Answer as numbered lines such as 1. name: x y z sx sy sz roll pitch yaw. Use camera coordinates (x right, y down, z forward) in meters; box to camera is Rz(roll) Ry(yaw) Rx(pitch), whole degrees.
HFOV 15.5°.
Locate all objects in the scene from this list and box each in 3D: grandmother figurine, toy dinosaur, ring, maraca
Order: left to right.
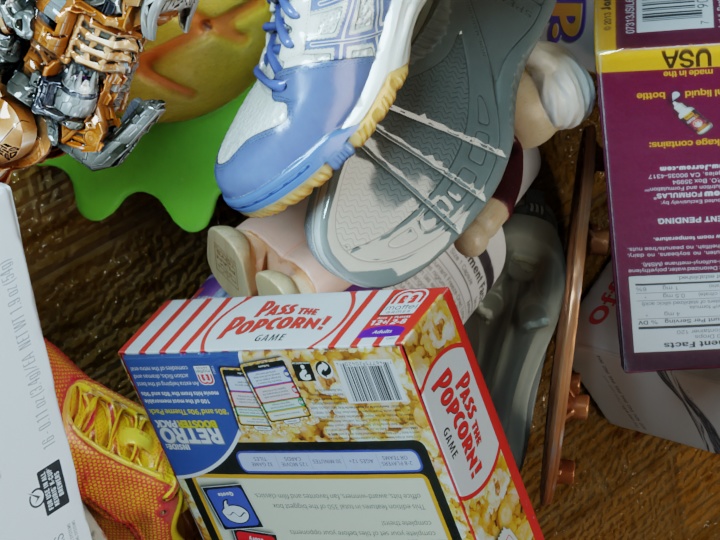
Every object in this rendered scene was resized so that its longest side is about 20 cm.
1. toy dinosaur: -0.148 -0.086 1.063 0.200 0.136 0.102 -38 172 13
2. maraca: -0.089 -0.115 1.147 0.107 0.137 0.200 -53 149 -70
3. grandmother figurine: 0.024 -0.046 1.212 0.200 0.121 0.061 -33 154 -22
4. ring: 0.114 0.024 1.384 0.200 0.019 0.201 6 90 -87

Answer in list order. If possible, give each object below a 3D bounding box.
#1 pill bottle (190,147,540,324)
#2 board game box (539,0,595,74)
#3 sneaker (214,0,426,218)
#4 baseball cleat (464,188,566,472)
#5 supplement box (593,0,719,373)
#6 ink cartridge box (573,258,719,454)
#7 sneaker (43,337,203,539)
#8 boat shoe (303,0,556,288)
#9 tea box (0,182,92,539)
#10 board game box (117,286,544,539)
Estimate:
1. pill bottle: 0.000 0.000 1.279 0.200 0.111 0.111 -52 133 -23
2. board game box: 0.077 -0.161 1.377 0.200 0.030 0.096 7 96 -50
3. sneaker: -0.015 -0.120 1.094 0.088 0.075 0.200 33 89 -29
4. baseball cleat: 0.067 0.052 1.397 0.106 0.070 0.200 -72 -176 -64
5. supplement box: 0.163 -0.059 1.294 0.110 0.086 0.200 -83 167 -49
6. ink cartridge box: 0.232 0.028 1.467 0.146 0.200 0.084 -54 131 -21
7. sneaker: -0.115 0.076 1.198 0.200 0.077 0.073 46 40 -48
8. boat shoe: 0.027 -0.077 1.164 0.074 0.065 0.202 31 64 -20
9. tea box: -0.229 0.079 1.046 0.197 0.134 0.200 -32 123 -35
10. board game box: -0.002 0.105 1.159 0.046 0.151 0.200 -49 127 -45
